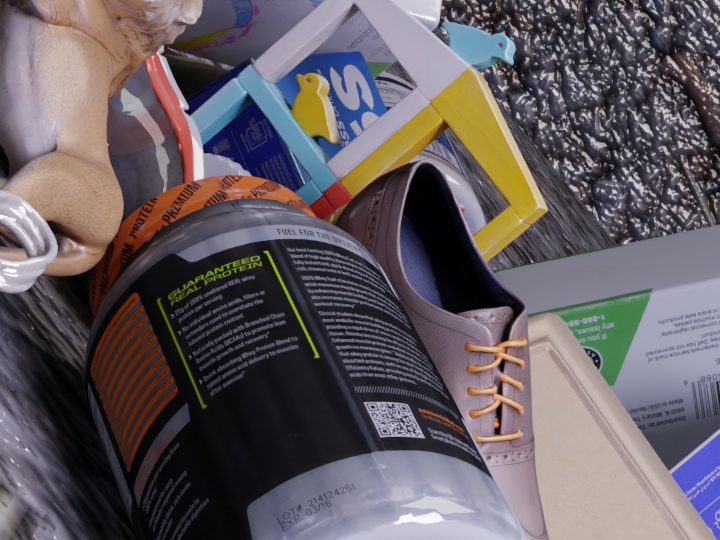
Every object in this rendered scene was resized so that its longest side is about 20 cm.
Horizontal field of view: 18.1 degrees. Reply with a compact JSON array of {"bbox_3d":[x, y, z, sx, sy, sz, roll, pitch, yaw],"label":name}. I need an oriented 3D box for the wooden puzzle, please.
[{"bbox_3d":[0.069,0.115,0.936,0.199,0.037,0.186,-14,63,-45],"label":"wooden puzzle"}]

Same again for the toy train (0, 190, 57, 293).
[{"bbox_3d":[-0.171,-0.080,0.708,0.150,0.056,0.201,-20,71,-49],"label":"toy train"}]

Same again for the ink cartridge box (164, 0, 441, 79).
[{"bbox_3d":[-0.071,-0.152,1.075,0.199,0.068,0.117,15,-20,-19],"label":"ink cartridge box"}]

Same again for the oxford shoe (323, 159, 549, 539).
[{"bbox_3d":[0.035,0.052,0.874,0.071,0.073,0.201,-7,66,-38],"label":"oxford shoe"}]

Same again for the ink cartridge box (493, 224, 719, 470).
[{"bbox_3d":[0.154,0.092,1.184,0.083,0.145,0.202,-110,-171,-71],"label":"ink cartridge box"}]

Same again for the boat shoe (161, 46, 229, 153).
[{"bbox_3d":[-0.131,-0.090,1.059,0.067,0.073,0.200,17,-4,31],"label":"boat shoe"}]

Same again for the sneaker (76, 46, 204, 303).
[{"bbox_3d":[-0.122,-0.078,0.937,0.082,0.077,0.202,11,63,-47],"label":"sneaker"}]

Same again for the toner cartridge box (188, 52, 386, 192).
[{"bbox_3d":[0.000,0.000,1.031,0.095,0.043,0.201,-13,77,-56],"label":"toner cartridge box"}]

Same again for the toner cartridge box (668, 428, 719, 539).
[{"bbox_3d":[0.143,0.130,1.061,0.043,0.200,0.095,52,10,16],"label":"toner cartridge box"}]

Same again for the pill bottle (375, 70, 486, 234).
[{"bbox_3d":[0.004,-0.052,1.342,0.111,0.111,0.200,46,12,-25],"label":"pill bottle"}]

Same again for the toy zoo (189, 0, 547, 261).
[{"bbox_3d":[-0.012,-0.033,0.964,0.132,0.200,0.020,53,11,12],"label":"toy zoo"}]

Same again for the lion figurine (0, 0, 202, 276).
[{"bbox_3d":[-0.115,-0.062,0.839,0.122,0.072,0.201,31,55,-42],"label":"lion figurine"}]

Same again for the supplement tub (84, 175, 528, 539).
[{"bbox_3d":[-0.026,0.063,0.795,0.122,0.122,0.201,41,15,-42],"label":"supplement tub"}]
